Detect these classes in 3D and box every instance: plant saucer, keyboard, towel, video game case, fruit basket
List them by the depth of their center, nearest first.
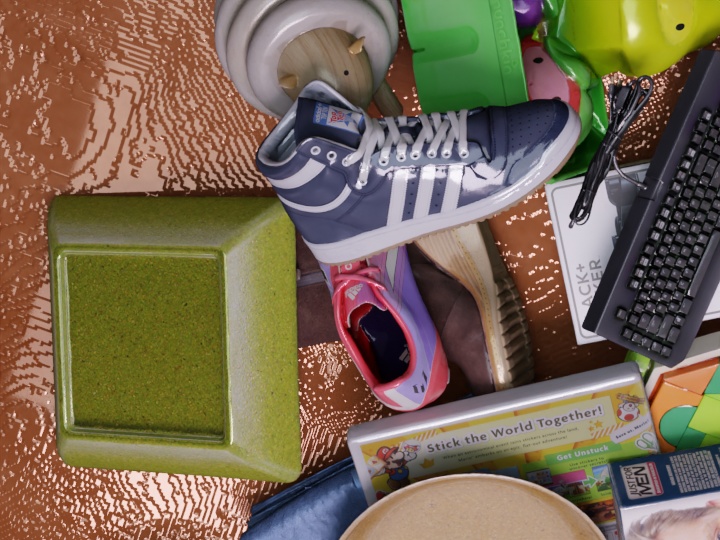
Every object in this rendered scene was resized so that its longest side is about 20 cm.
[{"bbox_3d":[0.196,-0.049,1.370,0.127,0.021,0.200,24,88,-17],"label":"keyboard"},{"bbox_3d":[0.142,-0.165,1.404,0.215,0.155,0.216,5,101,26],"label":"fruit basket"},{"bbox_3d":[0.074,0.210,1.434,0.200,0.035,0.201,0,119,0],"label":"plant saucer"},{"bbox_3d":[0.110,0.161,1.439,0.199,0.023,0.182,-13,119,8],"label":"video game case"},{"bbox_3d":[-0.142,0.049,1.488,0.199,0.048,0.200,1,97,24],"label":"plant saucer"},{"bbox_3d":[0.023,0.178,1.501,0.200,0.049,0.112,-29,99,10],"label":"towel"}]

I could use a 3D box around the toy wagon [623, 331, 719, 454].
[{"bbox_3d":[0.247,0.096,1.426,0.155,0.040,0.200,20,124,-2],"label":"toy wagon"}]

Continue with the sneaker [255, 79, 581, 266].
[{"bbox_3d":[0.030,-0.079,1.316,0.200,0.070,0.109,-23,127,22],"label":"sneaker"}]

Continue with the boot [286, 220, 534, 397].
[{"bbox_3d":[0.024,0.033,1.474,0.166,0.072,0.201,-19,81,19],"label":"boot"}]

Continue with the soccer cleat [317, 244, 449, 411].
[{"bbox_3d":[0.000,0.000,1.404,0.067,0.076,0.200,-28,74,15],"label":"soccer cleat"}]

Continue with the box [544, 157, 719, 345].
[{"bbox_3d":[0.233,-0.025,1.439,0.199,0.060,0.117,-10,95,10],"label":"box"}]

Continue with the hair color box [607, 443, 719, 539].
[{"bbox_3d":[0.270,0.164,1.394,0.199,0.061,0.100,-10,116,3],"label":"hair color box"}]

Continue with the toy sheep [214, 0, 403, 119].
[{"bbox_3d":[-0.036,-0.164,1.418,0.138,0.200,0.138,-12,130,-14],"label":"toy sheep"}]
